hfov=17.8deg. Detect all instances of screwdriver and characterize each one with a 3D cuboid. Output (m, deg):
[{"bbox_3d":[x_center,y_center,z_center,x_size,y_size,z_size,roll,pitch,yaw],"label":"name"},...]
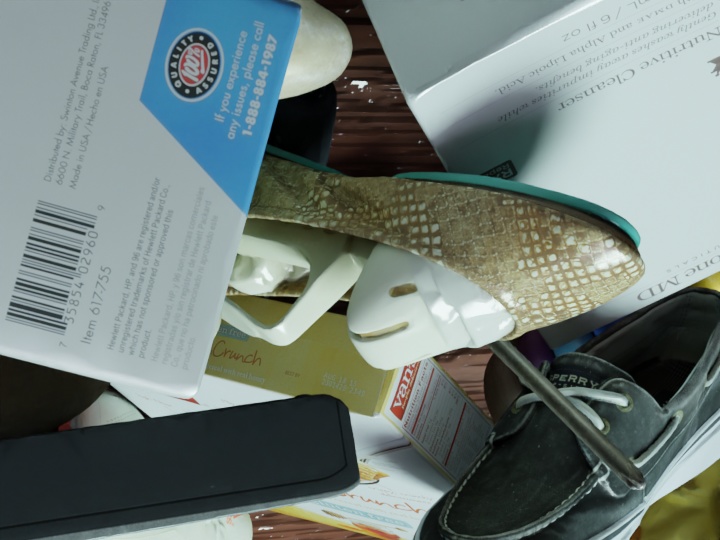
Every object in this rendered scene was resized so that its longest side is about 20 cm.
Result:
[{"bbox_3d":[0.050,0.026,0.809,0.029,0.200,0.028,27,101,-40],"label":"screwdriver"},{"bbox_3d":[-0.029,-0.009,0.876,0.029,0.028,0.200,12,146,3],"label":"screwdriver"}]

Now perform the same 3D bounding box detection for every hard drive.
[{"bbox_3d":[-0.114,0.072,0.719,0.139,0.033,0.200,-6,174,-37],"label":"hard drive"}]

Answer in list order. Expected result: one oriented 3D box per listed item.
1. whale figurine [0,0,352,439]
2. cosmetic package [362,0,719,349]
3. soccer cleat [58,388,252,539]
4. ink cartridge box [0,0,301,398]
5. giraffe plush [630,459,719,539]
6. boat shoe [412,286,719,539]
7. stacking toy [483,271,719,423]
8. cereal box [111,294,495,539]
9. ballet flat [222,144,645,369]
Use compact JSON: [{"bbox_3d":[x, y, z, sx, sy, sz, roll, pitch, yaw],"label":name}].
[{"bbox_3d":[-0.101,-0.037,0.737,0.200,0.104,0.159,-43,113,-3],"label":"whale figurine"},{"bbox_3d":[0.078,-0.063,0.801,0.112,0.081,0.200,-27,148,7],"label":"cosmetic package"},{"bbox_3d":[-0.085,0.100,0.968,0.077,0.070,0.200,0,155,1],"label":"soccer cleat"},{"bbox_3d":[-0.130,-0.046,0.635,0.199,0.117,0.068,16,179,-16],"label":"ink cartridge box"},{"bbox_3d":[0.131,0.123,1.076,0.161,0.201,0.173,11,168,13],"label":"giraffe plush"},{"bbox_3d":[0.079,0.062,0.852,0.200,0.072,0.071,-36,131,-49],"label":"boat shoe"},{"bbox_3d":[0.137,0.002,0.954,0.085,0.086,0.200,9,131,-39],"label":"stacking toy"},{"bbox_3d":[-0.014,0.062,0.909,0.143,0.040,0.200,11,162,28],"label":"cereal box"},{"bbox_3d":[0.000,0.000,0.763,0.199,0.065,0.071,10,154,39],"label":"ballet flat"}]
